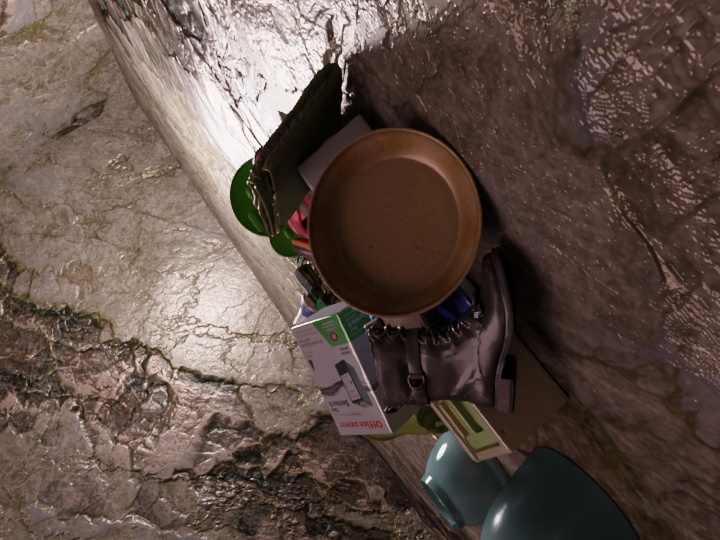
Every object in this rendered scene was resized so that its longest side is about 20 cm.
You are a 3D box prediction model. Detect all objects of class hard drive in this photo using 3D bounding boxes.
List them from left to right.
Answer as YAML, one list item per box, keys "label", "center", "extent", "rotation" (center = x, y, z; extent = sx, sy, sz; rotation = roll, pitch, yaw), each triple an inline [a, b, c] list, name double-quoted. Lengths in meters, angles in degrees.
- label: "hard drive"
  center: [0.103, 0.009, 0.755]
  extent: [0.201, 0.025, 0.132]
  rotation: [53, 164, 14]

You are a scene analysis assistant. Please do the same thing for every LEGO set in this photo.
- label: "LEGO set"
  center: [-0.042, 0.007, 1.107]
  extent: [0.200, 0.114, 0.156]
  rotation: [43, 131, 28]

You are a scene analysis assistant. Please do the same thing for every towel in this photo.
- label: "towel"
  center: [-0.077, -0.153, 0.680]
  extent: [0.036, 0.203, 0.149]
  rotation: [26, 158, 8]

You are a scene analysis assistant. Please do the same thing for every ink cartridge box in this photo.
- label: "ink cartridge box"
  center: [-0.007, 0.155, 0.855]
  extent: [0.145, 0.083, 0.204]
  rotation: [-21, 96, 50]

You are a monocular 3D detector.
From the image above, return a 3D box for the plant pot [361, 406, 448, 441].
- label: "plant pot"
  center: [0.092, 0.220, 0.972]
  extent: [0.203, 0.199, 0.189]
  rotation: [58, 151, -11]

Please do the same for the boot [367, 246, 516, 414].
- label: "boot"
  center: [0.088, 0.076, 0.602]
  extent: [0.069, 0.169, 0.206]
  rotation: [-32, -59, -66]

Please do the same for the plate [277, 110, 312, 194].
- label: "plate"
  center: [-0.071, -0.142, 0.896]
  extent: [0.202, 0.032, 0.202]
  rotation: [72, 171, -55]

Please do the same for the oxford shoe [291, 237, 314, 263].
- label: "oxford shoe"
  center: [-0.048, 0.004, 0.973]
  extent: [0.197, 0.074, 0.071]
  rotation: [29, -165, 10]

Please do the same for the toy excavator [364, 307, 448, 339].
- label: "toy excavator"
  center: [0.072, 0.072, 0.792]
  extent: [0.196, 0.098, 0.202]
  rotation: [55, -172, -33]

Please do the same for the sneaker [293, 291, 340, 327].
- label: "sneaker"
  center: [-0.086, 0.107, 1.204]
  extent: [0.197, 0.116, 0.081]
  rotation: [1, -139, -53]

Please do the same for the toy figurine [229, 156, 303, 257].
- label: "toy figurine"
  center: [-0.166, -0.132, 1.097]
  extent: [0.203, 0.148, 0.184]
  rotation: [59, -177, -8]

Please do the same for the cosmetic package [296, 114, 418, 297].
- label: "cosmetic package"
  center: [0.022, -0.074, 0.663]
  extent: [0.202, 0.107, 0.085]
  rotation: [54, 180, 12]

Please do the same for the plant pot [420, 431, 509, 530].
- label: "plant pot"
  center: [0.208, 0.442, 1.101]
  extent: [0.201, 0.133, 0.201]
  rotation: [49, 164, 20]

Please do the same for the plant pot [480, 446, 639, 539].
- label: "plant pot"
  center: [0.270, 0.393, 0.765]
  extent: [0.201, 0.159, 0.202]
  rotation: [49, 163, 20]

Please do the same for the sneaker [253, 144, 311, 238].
- label: "sneaker"
  center: [-0.112, -0.131, 0.926]
  extent: [0.087, 0.073, 0.202]
  rotation: [43, 168, 49]

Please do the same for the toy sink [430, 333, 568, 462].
- label: "toy sink"
  center: [0.167, 0.175, 0.731]
  extent: [0.131, 0.111, 0.201]
  rotation: [51, 164, 15]

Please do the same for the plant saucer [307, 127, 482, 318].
- label: "plant saucer"
  center: [0.037, -0.051, 0.588]
  extent: [0.202, 0.199, 0.035]
  rotation: [52, -166, 12]
